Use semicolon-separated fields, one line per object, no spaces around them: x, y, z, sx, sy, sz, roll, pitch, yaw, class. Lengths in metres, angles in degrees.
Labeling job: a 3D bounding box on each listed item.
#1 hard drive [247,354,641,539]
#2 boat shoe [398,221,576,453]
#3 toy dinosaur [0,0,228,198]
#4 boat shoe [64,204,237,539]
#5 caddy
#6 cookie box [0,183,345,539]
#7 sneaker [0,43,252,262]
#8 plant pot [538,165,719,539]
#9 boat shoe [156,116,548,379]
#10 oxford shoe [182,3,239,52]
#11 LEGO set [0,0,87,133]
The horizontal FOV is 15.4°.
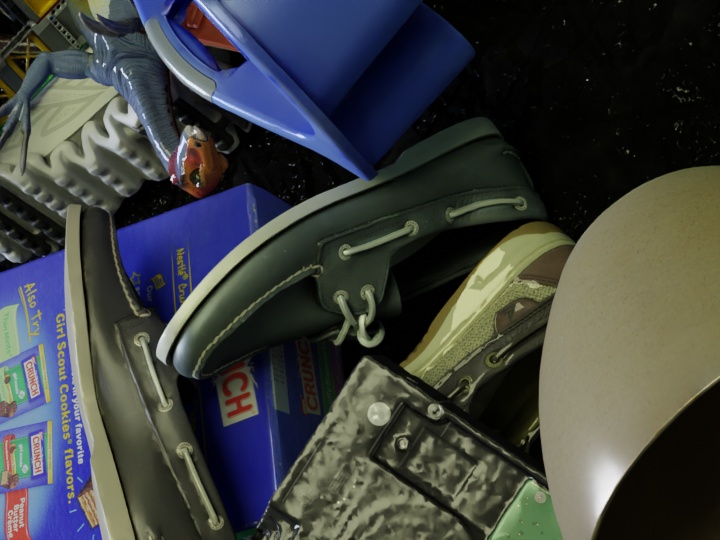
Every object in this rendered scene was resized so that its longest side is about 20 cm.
0.049;0.147;1.145;0.200;0.038;0.140;33;96;13;hard drive
0.046;0.073;1.198;0.066;0.072;0.201;37;92;42;boat shoe
-0.107;-0.129;1.284;0.105;0.182;0.200;-20;21;49;toy dinosaur
-0.099;0.058;1.227;0.063;0.073;0.200;-9;63;-8;boat shoe
-0.045;-0.124;1.178;0.105;0.141;0.200;-44;60;2;caddy
-0.107;0.072;1.299;0.200;0.075;0.171;-18;66;29;cookie box
-0.148;-0.069;1.384;0.200;0.075;0.081;-26;54;16;sneaker
0.150;0.036;1.065;0.200;0.200;0.135;-44;50;15;plant pot
0.000;0.000;1.208;0.200;0.073;0.062;-31;71;-25;boat shoe
-0.054;-0.137;1.336;0.200;0.073;0.071;35;104;37;oxford shoe
-0.234;-0.143;1.391;0.154;0.116;0.200;-42;32;1;LEGO set
